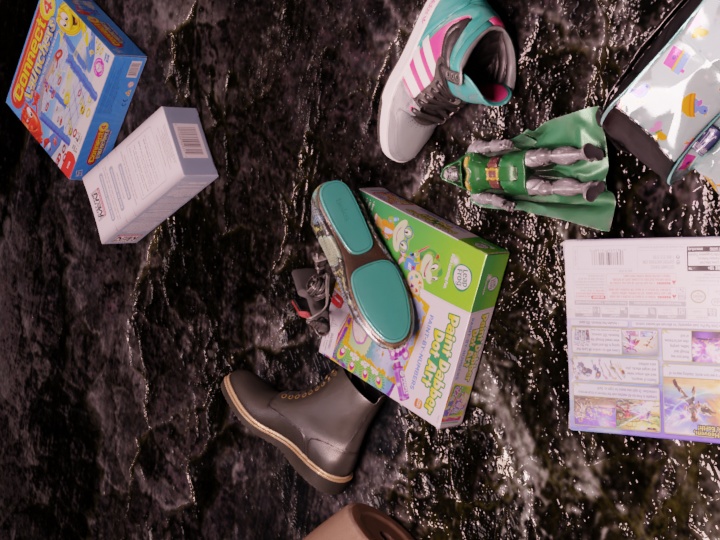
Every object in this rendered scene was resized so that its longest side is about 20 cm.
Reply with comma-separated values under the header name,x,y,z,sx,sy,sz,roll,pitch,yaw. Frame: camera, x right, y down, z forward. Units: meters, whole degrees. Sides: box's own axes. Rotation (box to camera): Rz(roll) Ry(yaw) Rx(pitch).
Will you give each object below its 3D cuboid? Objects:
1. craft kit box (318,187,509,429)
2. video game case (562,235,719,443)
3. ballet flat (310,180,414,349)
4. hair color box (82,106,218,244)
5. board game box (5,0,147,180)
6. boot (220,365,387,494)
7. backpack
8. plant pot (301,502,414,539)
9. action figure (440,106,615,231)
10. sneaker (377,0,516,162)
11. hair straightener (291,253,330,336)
name,x,y,z,sx,sy,sz,roll,pitch,yaw
craft kit box,0.053,0.037,1.476,0.197,0.048,0.202,27,112,37
video game case,0.280,0.061,1.250,0.199,0.045,0.183,0,92,45
ballet flat,0.000,0.000,1.462,0.074,0.074,0.201,-36,66,40
hair color box,-0.275,-0.121,1.775,0.200,0.060,0.100,-32,70,40
board game box,-0.396,-0.262,1.886,0.196,0.056,0.201,45,122,32
boot,-0.061,0.142,1.583,0.200,0.077,0.139,37,114,22
backpack,0.312,-0.169,1.116,0.153,0.175,0.201,38,119,16
plant pot,-0.018,0.356,1.487,0.175,0.200,0.200,-52,57,13
action figure,0.157,-0.097,1.358,0.199,0.054,0.119,2,97,49
sneaker,0.095,-0.183,1.394,0.121,0.083,0.201,44,121,44
hair straightener,-0.055,0.020,1.503,0.200,0.041,0.078,-107,16,-79
